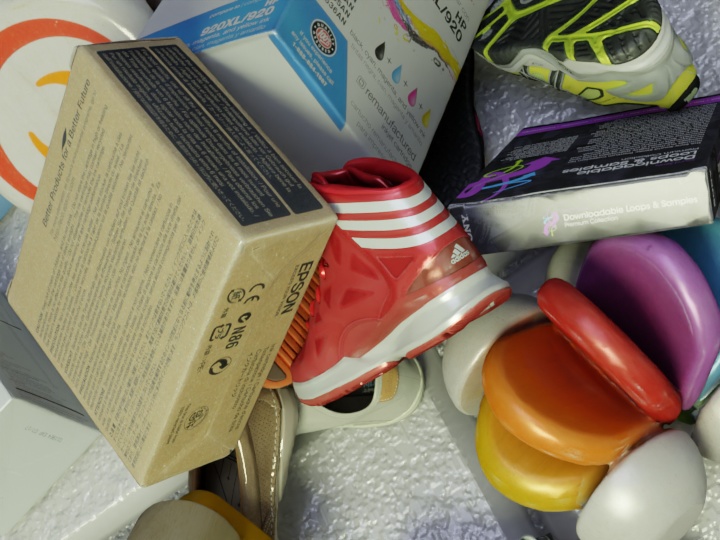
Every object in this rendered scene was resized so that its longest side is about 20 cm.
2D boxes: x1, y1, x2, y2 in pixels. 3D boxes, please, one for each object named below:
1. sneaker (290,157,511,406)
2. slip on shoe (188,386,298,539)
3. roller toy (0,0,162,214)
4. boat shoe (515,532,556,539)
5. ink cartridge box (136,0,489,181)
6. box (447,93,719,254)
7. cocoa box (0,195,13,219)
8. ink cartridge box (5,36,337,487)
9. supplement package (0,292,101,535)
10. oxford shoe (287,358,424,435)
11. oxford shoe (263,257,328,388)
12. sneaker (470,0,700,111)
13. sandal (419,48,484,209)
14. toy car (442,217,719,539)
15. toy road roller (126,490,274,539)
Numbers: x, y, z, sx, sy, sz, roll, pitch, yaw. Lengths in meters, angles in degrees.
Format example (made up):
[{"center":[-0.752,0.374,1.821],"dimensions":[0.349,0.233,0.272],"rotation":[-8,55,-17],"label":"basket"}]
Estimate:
[{"center":[0.000,0.000,0.780],"dimensions":[0.200,0.078,0.116],"rotation":[-33,85,52],"label":"sneaker"},{"center":[-0.085,0.167,0.870],"dimensions":[0.076,0.060,0.202],"rotation":[15,100,32],"label":"slip on shoe"},{"center":[-0.182,-0.134,0.965],"dimensions":[0.199,0.140,0.183],"rotation":[20,120,0],"label":"roller toy"},{"center":[0.107,0.192,0.806],"dimensions":[0.198,0.072,0.071],"rotation":[8,68,16],"label":"boat shoe"},{"center":[-0.031,-0.149,0.878],"dimensions":[0.144,0.147,0.201],"rotation":[-11,42,38],"label":"ink cartridge box"},{"center":[0.145,-0.060,0.804],"dimensions":[0.142,0.200,0.036],"rotation":[-8,104,22],"label":"box"},{"center":[-0.365,-0.082,1.072],"dimensions":[0.200,0.131,0.133],"rotation":[-49,59,2],"label":"cocoa box"},{"center":[-0.115,-0.005,0.778],"dimensions":[0.165,0.075,0.201],"rotation":[49,133,26],"label":"ink cartridge box"},{"center":[-0.304,0.078,1.001],"dimensions":[0.110,0.114,0.200],"rotation":[-45,59,3],"label":"supplement package"},{"center":[-0.055,0.082,0.918],"dimensions":[0.198,0.058,0.076],"rotation":[-11,70,22],"label":"oxford shoe"},{"center":[-0.041,0.001,0.912],"dimensions":[0.073,0.071,0.201],"rotation":[-13,35,40],"label":"oxford shoe"},{"center":[0.138,-0.140,0.881],"dimensions":[0.076,0.076,0.200],"rotation":[-49,30,-1],"label":"sneaker"},{"center":[0.054,-0.088,0.939],"dimensions":[0.074,0.045,0.201],"rotation":[-5,56,18],"label":"sandal"},{"center":[0.150,0.043,0.764],"dimensions":[0.199,0.151,0.175],"rotation":[-34,57,-19],"label":"toy car"},{"center":[-0.088,0.248,0.808],"dimensions":[0.200,0.123,0.146],"rotation":[43,120,-11],"label":"toy road roller"}]
